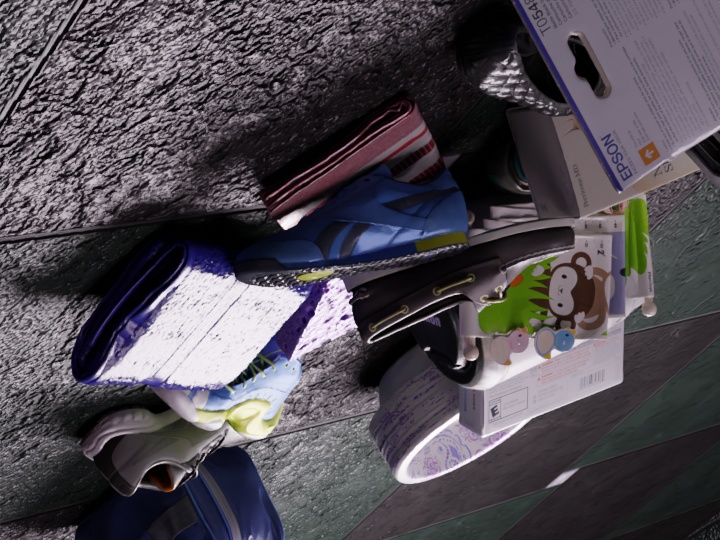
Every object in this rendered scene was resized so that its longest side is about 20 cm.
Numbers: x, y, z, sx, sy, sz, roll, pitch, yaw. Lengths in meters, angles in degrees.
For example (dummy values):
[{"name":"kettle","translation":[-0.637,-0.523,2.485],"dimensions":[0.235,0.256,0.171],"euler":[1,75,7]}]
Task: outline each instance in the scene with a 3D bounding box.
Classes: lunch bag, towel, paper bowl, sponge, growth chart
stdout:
[{"name":"lunch bag","translation":[-0.193,0.273,1.983],"dimensions":[0.200,0.137,0.132],"euler":[-41,158,29]},{"name":"towel","translation":[0.000,-0.068,1.624],"dimensions":[0.143,0.023,0.200],"euler":[-34,162,1]},{"name":"paper bowl","translation":[0.099,0.132,2.121],"dimensions":[0.199,0.105,0.201],"euler":[-27,160,-10]},{"name":"sponge","translation":[0.000,0.000,1.714],"dimensions":[0.111,0.030,0.200],"euler":[-24,160,-30]},{"name":"growth chart","translation":[0.169,0.001,1.713],"dimensions":[0.198,0.146,0.018],"euler":[-10,-179,-20]},{"name":"towel","translation":[-0.137,0.034,1.606],"dimensions":[0.148,0.050,0.199],"euler":[-47,154,17]}]

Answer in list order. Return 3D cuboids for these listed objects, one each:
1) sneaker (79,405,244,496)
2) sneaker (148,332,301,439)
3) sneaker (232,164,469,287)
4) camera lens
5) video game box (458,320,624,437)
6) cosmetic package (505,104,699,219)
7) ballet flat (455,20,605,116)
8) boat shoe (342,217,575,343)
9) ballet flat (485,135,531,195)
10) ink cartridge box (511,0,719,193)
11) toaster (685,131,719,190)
[{"name":"sneaker","translation":[-0.170,0.166,1.847],"dimensions":[0.199,0.080,0.074],"euler":[-11,150,-48]},{"name":"sneaker","translation":[-0.115,0.087,1.780],"dimensions":[0.105,0.076,0.200],"euler":[-53,157,5]},{"name":"sneaker","translation":[-0.011,-0.036,1.571],"dimensions":[0.198,0.079,0.066],"euler":[-11,173,-18]},{"name":"camera lens","translation":[0.144,0.004,1.798],"dimensions":[0.199,0.161,0.160],"euler":[-24,159,-20]},{"name":"video game box","translation":[0.184,0.052,1.999],"dimensions":[0.199,0.047,0.184],"euler":[-17,120,-34]},{"name":"cosmetic package","translation":[0.234,-0.122,1.690],"dimensions":[0.199,0.105,0.073],"euler":[-24,-170,-25]},{"name":"ballet flat","translation":[0.150,-0.156,1.552],"dimensions":[0.056,0.067,0.199],"euler":[0,180,39]},{"name":"boat shoe","translation":[0.087,0.006,1.641],"dimensions":[0.199,0.061,0.072],"euler":[-17,171,10]},{"name":"ballet flat","translation":[0.197,-0.119,1.751],"dimensions":[0.198,0.068,0.064],"euler":[-22,-176,-23]},{"name":"ink cartridge box","translation":[0.220,-0.190,1.430],"dimensions":[0.199,0.201,0.041],"euler":[-31,-160,0]},{"name":"toaster","translation":[0.316,-0.174,1.579],"dimensions":[0.118,0.200,0.181],"euler":[-39,174,-24]}]
